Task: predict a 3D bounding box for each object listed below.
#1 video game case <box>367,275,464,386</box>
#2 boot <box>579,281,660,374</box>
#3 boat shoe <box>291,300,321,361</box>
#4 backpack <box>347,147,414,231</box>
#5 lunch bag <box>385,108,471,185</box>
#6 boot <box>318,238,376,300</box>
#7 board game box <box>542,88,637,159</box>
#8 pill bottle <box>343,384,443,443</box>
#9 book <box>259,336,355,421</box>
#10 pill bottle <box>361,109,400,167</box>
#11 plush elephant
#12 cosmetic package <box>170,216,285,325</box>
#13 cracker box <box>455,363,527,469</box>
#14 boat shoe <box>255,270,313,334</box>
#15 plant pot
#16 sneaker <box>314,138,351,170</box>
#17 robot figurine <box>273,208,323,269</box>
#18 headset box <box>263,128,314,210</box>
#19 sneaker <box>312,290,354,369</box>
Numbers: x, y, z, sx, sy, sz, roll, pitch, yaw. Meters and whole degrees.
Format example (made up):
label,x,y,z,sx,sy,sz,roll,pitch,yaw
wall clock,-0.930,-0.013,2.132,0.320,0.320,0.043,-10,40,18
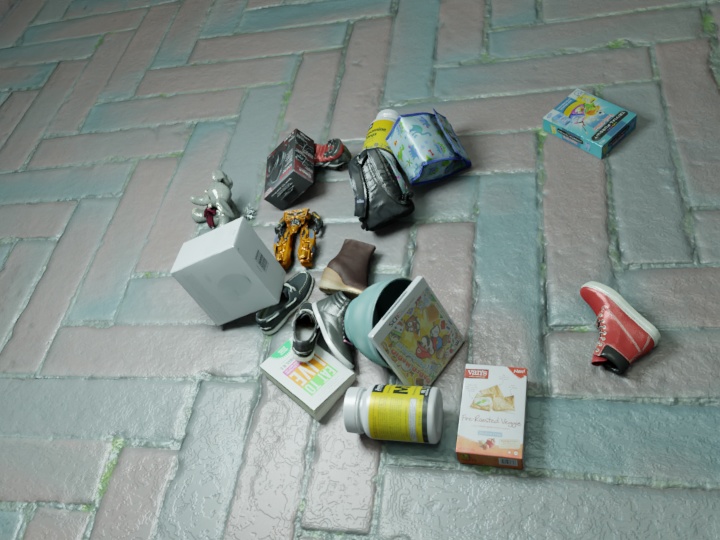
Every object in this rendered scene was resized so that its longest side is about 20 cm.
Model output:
label,x,y,z,sx,sy,sz,roll,pitch,yaw
video game case,0.127,0.148,1.456,0.182,0.201,0.023,-47,27,-21
boot,0.518,0.124,1.431,0.143,0.073,0.200,-35,54,-10
boat shoe,-0.132,0.130,1.604,0.072,0.061,0.201,5,35,3
backpack,0.044,-0.221,1.781,0.164,0.127,0.203,-24,81,5
lunch bag,0.198,-0.344,1.834,0.197,0.128,0.172,-13,67,-34
boot,0.000,0.000,1.686,0.197,0.073,0.168,16,61,32
board game box,0.627,-0.407,1.827,0.150,0.047,0.199,-40,52,-15
pill bottle,0.069,0.299,1.401,0.196,0.115,0.116,0,52,17
book,-0.124,0.241,1.559,0.198,0.049,0.133,31,61,34
pill bottle,0.067,-0.368,1.928,0.110,0.113,0.203,1,53,18
plush elephant,-0.414,-0.185,1.906,0.196,0.156,0.167,-18,49,3
cosmetic package,-0.326,0.006,1.662,0.197,0.201,0.124,-20,35,21
cracker box,0.275,0.297,1.376,0.131,0.058,0.203,1,53,17
boat shoe,-0.191,0.071,1.698,0.075,0.061,0.201,18,60,29
plant pot,0.047,0.120,1.517,0.133,0.201,0.202,-2,48,45
sneaker,-0.102,-0.338,1.987,0.198,0.097,0.072,0,68,47
robot figurine,-0.175,-0.094,1.824,0.142,0.059,0.203,-7,52,10
headset box,-0.207,-0.286,1.933,0.148,0.077,0.203,-36,39,35
sneaker,-0.038,0.130,1.577,0.098,0.071,0.202,-35,55,9
